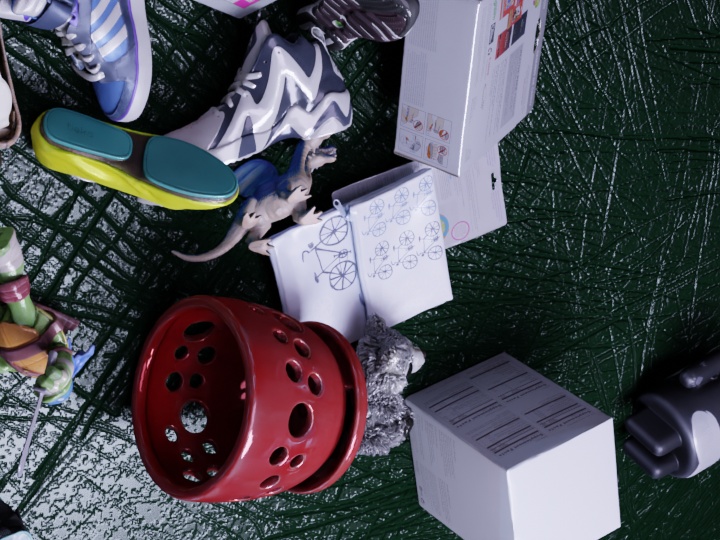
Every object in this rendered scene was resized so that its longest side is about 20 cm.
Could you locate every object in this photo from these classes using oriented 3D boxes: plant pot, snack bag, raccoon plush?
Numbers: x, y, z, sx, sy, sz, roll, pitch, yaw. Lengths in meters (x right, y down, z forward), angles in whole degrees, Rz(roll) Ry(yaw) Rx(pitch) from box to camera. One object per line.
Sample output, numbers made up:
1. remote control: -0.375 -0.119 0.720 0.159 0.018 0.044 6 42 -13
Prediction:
1. plant pot: -0.103 0.131 1.629 0.181 0.200 0.202 7 104 -41
2. snack bag: 0.000 0.000 1.719 0.199 0.021 0.190 -23 131 -15
3. raccoon plush: -0.018 0.140 1.732 0.199 0.097 0.135 -33 140 -20

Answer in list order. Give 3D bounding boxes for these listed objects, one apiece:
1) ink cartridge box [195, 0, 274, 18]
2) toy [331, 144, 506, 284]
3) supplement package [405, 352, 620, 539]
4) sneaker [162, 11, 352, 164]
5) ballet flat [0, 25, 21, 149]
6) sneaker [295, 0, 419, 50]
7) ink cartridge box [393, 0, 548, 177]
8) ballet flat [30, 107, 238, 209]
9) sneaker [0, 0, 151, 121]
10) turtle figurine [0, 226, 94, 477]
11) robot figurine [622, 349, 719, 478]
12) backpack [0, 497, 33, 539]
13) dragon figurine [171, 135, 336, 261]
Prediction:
1. ink cartridge box: -0.119 -0.300 1.451 0.173 0.199 0.044 16 70 -37
2. toy: 0.058 -0.073 1.754 0.199 0.047 0.116 -23 124 -20
3. supplement package: 0.173 0.219 1.849 0.150 0.200 0.153 -22 120 -25
4. sneaker: -0.112 -0.180 1.572 0.197 0.080 0.131 -14 106 -6
5. ballet flat: -0.336 -0.198 1.420 0.068 0.067 0.201 -25 120 -23
6. sneaker: 0.015 -0.281 1.559 0.076 0.200 0.116 41 74 -24
7. ink cartridge box: 0.118 -0.228 1.669 0.175 0.083 0.201 -41 145 -46
8. ballet flat: -0.214 -0.096 1.519 0.198 0.067 0.067 18 143 -14
9. sneaker: -0.266 -0.219 1.441 0.146 0.080 0.202 -16 122 -35
10. turtle figurine: -0.337 0.072 1.479 0.199 0.144 0.195 -33 120 -24
11. robot figurine: 0.427 0.184 2.064 0.199 0.150 0.126 -25 84 -23
12. backpack: -0.398 0.333 1.537 0.198 0.153 0.177 -15 122 -22
13. dragon figurine: -0.100 -0.071 1.637 0.199 0.100 0.059 -33 127 3
